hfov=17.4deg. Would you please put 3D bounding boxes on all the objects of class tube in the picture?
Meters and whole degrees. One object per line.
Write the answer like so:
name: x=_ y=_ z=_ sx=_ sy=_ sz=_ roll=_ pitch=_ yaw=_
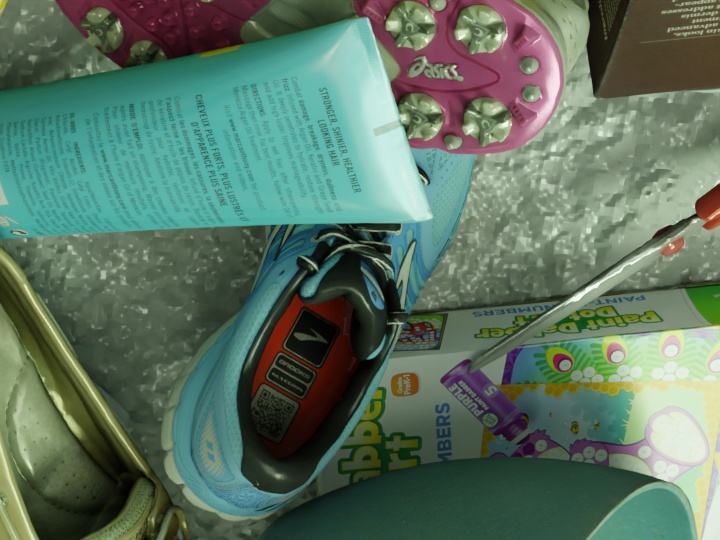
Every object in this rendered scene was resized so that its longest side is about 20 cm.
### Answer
tube: x=-0.076 y=-0.042 z=0.820 sx=0.200 sy=0.050 sz=0.077 roll=-4 pitch=127 yaw=26

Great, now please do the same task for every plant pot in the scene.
plant pot: x=0.022 y=0.153 z=0.868 sx=0.135 sy=0.200 sz=0.200 roll=17 pitch=117 yaw=27

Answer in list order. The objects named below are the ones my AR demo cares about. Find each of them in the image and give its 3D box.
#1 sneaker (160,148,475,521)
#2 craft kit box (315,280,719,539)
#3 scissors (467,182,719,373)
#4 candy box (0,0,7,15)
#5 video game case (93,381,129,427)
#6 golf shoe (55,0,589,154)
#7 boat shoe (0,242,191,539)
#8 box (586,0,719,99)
sneaker: x=0.000 y=0.000 z=0.852 sx=0.078 sy=0.090 sz=0.200 roll=24 pitch=81 yaw=-15
craft kit box: x=0.081 y=0.106 z=0.963 sx=0.197 sy=0.049 sz=0.200 roll=-5 pitch=115 yaw=-2
scissors: x=0.130 y=-0.016 z=0.903 sx=0.200 sy=0.073 sz=0.014 roll=-39 pitch=76 yaw=13
candy box: x=-0.209 y=-0.141 z=0.799 sx=0.200 sy=0.026 sz=0.102 roll=27 pitch=107 yaw=-5
video game case: x=-0.198 y=0.064 z=0.850 sx=0.200 sy=0.182 sz=0.024 roll=43 pitch=146 yaw=-23
golf shoe: x=-0.013 y=-0.096 z=0.834 sx=0.200 sy=0.092 sz=0.075 roll=16 pitch=126 yaw=17
boat shoe: x=-0.109 y=0.076 z=0.860 sx=0.063 sy=0.073 sz=0.201 roll=-9 pitch=113 yaw=46
box: x=0.134 y=-0.129 z=0.779 sx=0.100 sy=0.200 sz=0.075 roll=-6 pitch=70 yaw=-5
